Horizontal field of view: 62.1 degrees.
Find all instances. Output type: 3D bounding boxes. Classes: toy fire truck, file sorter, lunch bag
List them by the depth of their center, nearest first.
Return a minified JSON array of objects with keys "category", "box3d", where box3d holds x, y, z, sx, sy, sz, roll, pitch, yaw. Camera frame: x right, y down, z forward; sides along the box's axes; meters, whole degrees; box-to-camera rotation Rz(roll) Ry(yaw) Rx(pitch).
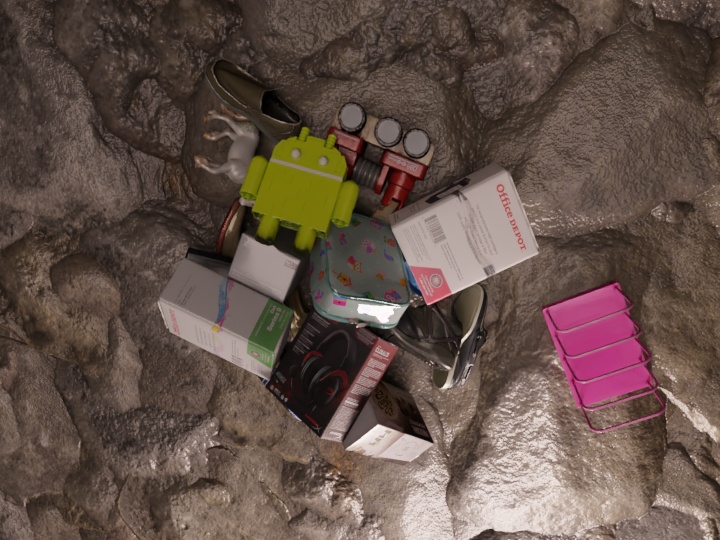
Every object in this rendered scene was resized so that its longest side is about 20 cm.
[{"category":"lunch bag","box3d":[0.000,0.000,0.964,0.157,0.203,0.078,13,135,-22]},{"category":"toy fire truck","box3d":[0.016,-0.156,1.016,0.173,0.129,0.204,22,97,3]},{"category":"file sorter","box3d":[0.416,0.149,1.017,0.137,0.126,0.203,-21,101,13]}]

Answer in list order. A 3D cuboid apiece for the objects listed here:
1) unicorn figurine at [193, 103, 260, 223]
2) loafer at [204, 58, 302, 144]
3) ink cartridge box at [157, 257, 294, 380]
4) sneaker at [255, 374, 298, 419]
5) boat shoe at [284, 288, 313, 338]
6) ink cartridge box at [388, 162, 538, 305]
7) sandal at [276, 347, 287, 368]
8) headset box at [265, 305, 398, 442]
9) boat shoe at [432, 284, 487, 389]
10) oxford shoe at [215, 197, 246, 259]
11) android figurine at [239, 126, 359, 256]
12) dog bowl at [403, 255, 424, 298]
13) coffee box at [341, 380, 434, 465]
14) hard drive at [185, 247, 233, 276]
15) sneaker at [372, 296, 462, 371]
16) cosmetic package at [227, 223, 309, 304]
[{"category":"unicorn figurine","box3d":[-0.214,-0.190,1.032,0.134,0.074,0.205,12,85,-10]},{"category":"loafer","box3d":[-0.173,-0.294,1.013,0.198,0.076,0.070,36,147,-10]},{"category":"ink cartridge box","box3d":[-0.216,0.082,0.972,0.197,0.146,0.089,24,63,0]},{"category":"sneaker","box3d":[-0.155,0.207,1.160,0.070,0.077,0.202,-41,118,-22]},{"category":"boat shoe","box3d":[-0.084,0.117,1.089,0.062,0.073,0.204,-20,102,7]},{"category":"ink cartridge box","box3d":[0.164,-0.060,0.961,0.197,0.085,0.147,-26,107,8]},{"category":"sandal","box3d":[-0.121,0.206,1.095,0.054,0.080,0.200,-41,109,5]},{"category":"headset box","box3d":[-0.043,0.151,0.985,0.148,0.075,0.202,31,89,35]},{"category":"boat shoe","box3d":[0.195,0.124,1.080,0.065,0.074,0.204,12,100,-24]},{"category":"oxford shoe","box3d":[-0.232,-0.035,1.110,0.073,0.071,0.203,16,114,-9]},{"category":"android figurine","box3d":[-0.091,-0.128,0.926,0.178,0.041,0.204,17,74,5]},{"category":"dog bowl","box3d":[0.160,-0.040,1.048,0.200,0.050,0.112,-42,95,17]},{"category":"coffee box","box3d":[0.036,0.265,1.063,0.079,0.114,0.199,-39,140,15]},{"category":"hard drive","box3d":[-0.236,0.046,1.095,0.196,0.033,0.141,15,117,-23]},{"category":"sneaker","box3d":[0.092,0.077,1.028,0.197,0.076,0.116,29,71,-4]},{"category":"cosmetic package","box3d":[-0.141,-0.024,1.022,0.105,0.200,0.092,25,107,2]}]
